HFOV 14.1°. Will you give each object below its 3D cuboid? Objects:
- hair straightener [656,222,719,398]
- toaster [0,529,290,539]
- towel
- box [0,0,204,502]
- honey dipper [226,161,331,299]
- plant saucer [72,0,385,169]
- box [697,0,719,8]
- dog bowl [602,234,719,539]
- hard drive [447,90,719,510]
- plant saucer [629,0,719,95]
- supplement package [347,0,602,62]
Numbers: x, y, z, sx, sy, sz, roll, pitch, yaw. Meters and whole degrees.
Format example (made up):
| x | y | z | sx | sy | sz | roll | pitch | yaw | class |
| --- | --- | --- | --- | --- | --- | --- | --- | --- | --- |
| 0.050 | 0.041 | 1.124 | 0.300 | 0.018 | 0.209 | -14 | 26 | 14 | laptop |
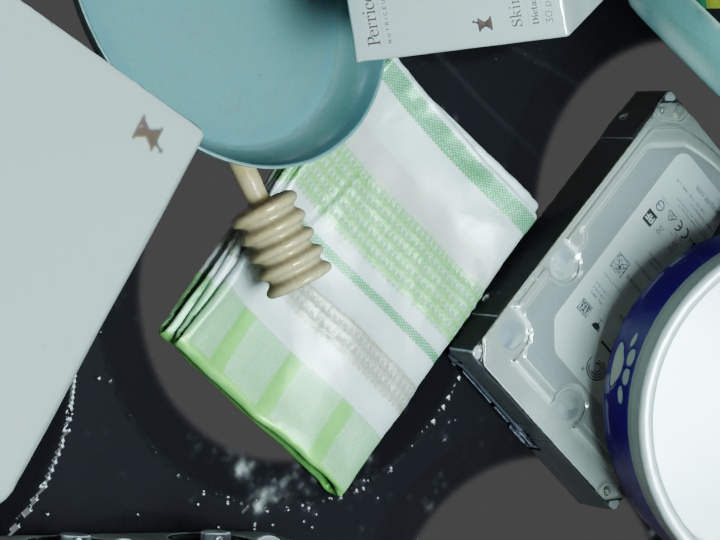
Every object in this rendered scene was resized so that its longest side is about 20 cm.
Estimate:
| x | y | z | sx | sy | sz | roll | pitch | yaw | class |
| --- | --- | --- | --- | --- | --- | --- | --- | --- | --- |
| 0.214 | 0.012 | 1.644 | 0.077 | 0.041 | 0.200 | 38 | 68 | -28 | hair straightener |
| -0.103 | 0.228 | 1.443 | 0.181 | 0.119 | 0.200 | 3 | 91 | -32 | toaster |
| 0.000 | 0.000 | 1.549 | 0.149 | 0.031 | 0.200 | 43 | 71 | -26 | towel |
| -0.222 | -0.031 | 1.319 | 0.200 | 0.171 | 0.199 | 36 | 74 | -29 | box |
| -0.073 | -0.082 | 1.481 | 0.038 | 0.038 | 0.200 | -28 | 95 | -28 | honey dipper |
| -0.071 | -0.143 | 1.465 | 0.200 | 0.027 | 0.200 | 16 | 65 | -36 | plant saucer |
| 0.231 | -0.233 | 1.675 | 0.200 | 0.048 | 0.117 | -32 | 110 | -26 | box |
| 0.234 | 0.074 | 1.563 | 0.200 | 0.079 | 0.200 | -1 | 95 | -12 | dog bowl |
| 0.150 | 0.016 | 1.643 | 0.140 | 0.038 | 0.200 | 48 | 69 | -25 | hard drive |
| 0.209 | -0.096 | 1.556 | 0.200 | 0.200 | 0.027 | 39 | 100 | -28 | plant saucer |
| 0.050 | -0.220 | 1.475 | 0.156 | 0.111 | 0.200 | -45 | 127 | -71 | supplement package |
